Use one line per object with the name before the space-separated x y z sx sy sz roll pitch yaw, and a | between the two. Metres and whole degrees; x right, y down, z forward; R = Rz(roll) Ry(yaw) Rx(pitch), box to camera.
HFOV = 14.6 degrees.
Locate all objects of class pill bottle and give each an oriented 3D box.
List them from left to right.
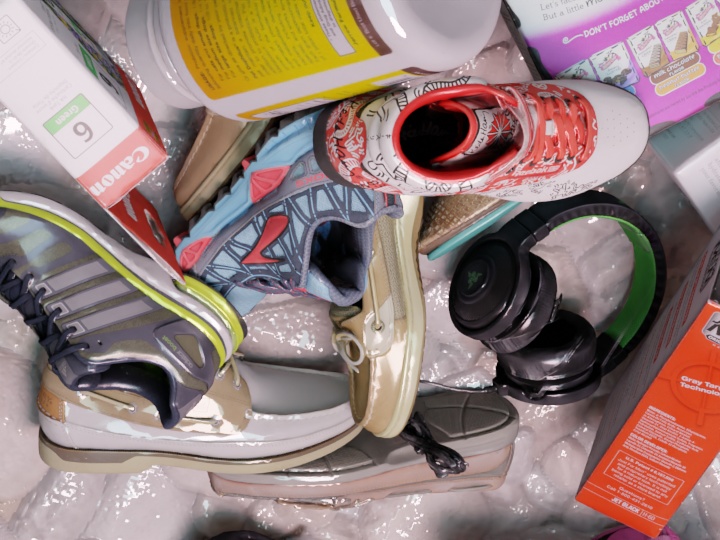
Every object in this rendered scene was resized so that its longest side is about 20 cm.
pill bottle | -0.030 -0.142 1.486 0.200 0.109 0.109 -12 128 41

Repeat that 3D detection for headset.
headset | 0.105 0.041 1.700 0.200 0.094 0.124 -39 126 -4

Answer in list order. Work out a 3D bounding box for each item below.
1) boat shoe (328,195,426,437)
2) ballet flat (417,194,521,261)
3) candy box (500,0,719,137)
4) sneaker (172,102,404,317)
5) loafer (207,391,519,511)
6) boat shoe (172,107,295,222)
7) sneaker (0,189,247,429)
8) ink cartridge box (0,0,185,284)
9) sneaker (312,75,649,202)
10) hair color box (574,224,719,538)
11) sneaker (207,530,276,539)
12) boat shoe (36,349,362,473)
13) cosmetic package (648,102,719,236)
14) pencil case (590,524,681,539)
boat shoe | 0.001 0.000 1.660 0.063 0.073 0.201 -2 103 -16
ballet flat | 0.108 -0.080 1.677 0.200 0.071 0.065 -30 92 -2
candy box | 0.140 -0.179 1.601 0.136 0.061 0.200 -27 100 -1
sneaker | -0.042 -0.011 1.605 0.079 0.096 0.200 -19 159 -37
loafer | 0.003 0.124 1.735 0.200 0.072 0.063 -8 123 -14
boat shoe | -0.057 -0.117 1.614 0.064 0.071 0.200 38 111 9
sneaker | -0.165 0.020 1.610 0.200 0.081 0.074 25 147 -6
ink cartridge box | -0.153 -0.091 1.570 0.050 0.109 0.200 -40 118 6
sneaker | 0.084 -0.070 1.506 0.201 0.108 0.067 -2 92 -22
hair color box | 0.203 0.060 1.687 0.061 0.102 0.200 26 136 -1
sneaker | -0.040 0.226 1.783 0.200 0.072 0.083 32 129 -25
boat shoe | -0.093 0.077 1.683 0.200 0.075 0.069 -5 118 -13
cosmetic package | 0.283 -0.096 1.700 0.200 0.071 0.101 -35 118 4
pencil case | 0.230 0.243 1.835 0.200 0.091 0.094 39 138 -26
